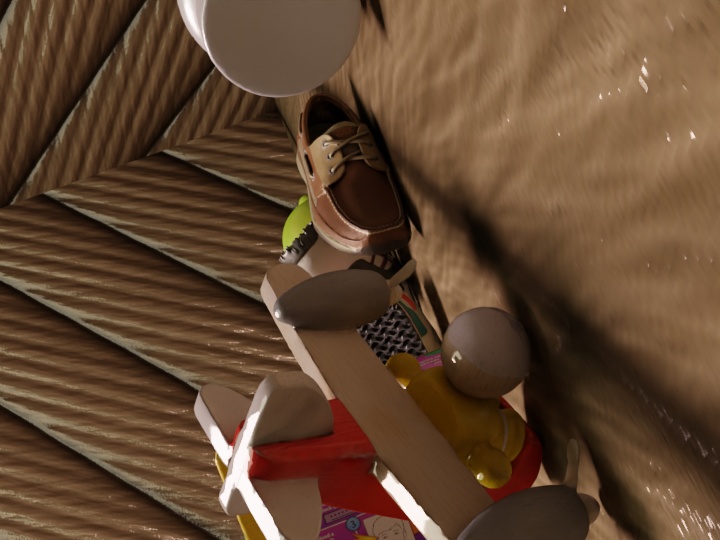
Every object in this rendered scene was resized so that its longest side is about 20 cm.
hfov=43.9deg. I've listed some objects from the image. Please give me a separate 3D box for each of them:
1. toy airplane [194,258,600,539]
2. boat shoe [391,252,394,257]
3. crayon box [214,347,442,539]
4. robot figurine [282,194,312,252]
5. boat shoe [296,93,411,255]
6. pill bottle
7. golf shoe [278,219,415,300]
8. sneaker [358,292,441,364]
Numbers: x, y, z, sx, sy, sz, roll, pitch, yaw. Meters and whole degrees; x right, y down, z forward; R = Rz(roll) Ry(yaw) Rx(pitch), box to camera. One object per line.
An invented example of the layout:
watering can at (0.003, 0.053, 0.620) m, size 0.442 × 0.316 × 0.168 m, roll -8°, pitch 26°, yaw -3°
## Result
toy airplane at (0.023, 0.072, 0.439) m, size 0.200 × 0.141 × 0.199 m, roll 38°, pitch -167°, yaw -3°
boat shoe at (-0.007, -0.045, 0.979) m, size 0.075 × 0.062 × 0.201 m, roll 74°, pitch 177°, yaw -73°
crayon box at (0.013, 0.172, 0.674) m, size 0.058 × 0.199 × 0.174 m, roll -130°, pitch 21°, yaw -79°
robot figurine at (-0.037, -0.018, 1.169) m, size 0.200 × 0.115 × 0.177 m, roll 76°, pitch 179°, yaw -58°
boat shoe at (-0.015, -0.086, 0.749) m, size 0.200 × 0.075 × 0.074 m, roll -122°, pitch 20°, yaw -51°
pill bottle at (-0.070, -0.203, 0.592) m, size 0.201 × 0.113 × 0.115 m, roll -114°, pitch 5°, yaw -49°
golf shoe at (0.000, 0.000, 0.830) m, size 0.088 × 0.077 × 0.200 m, roll 47°, pitch -168°, yaw 23°
sneaker at (0.064, 0.105, 0.769) m, size 0.201 × 0.070 × 0.093 m, roll 62°, pitch -157°, yaw 2°
